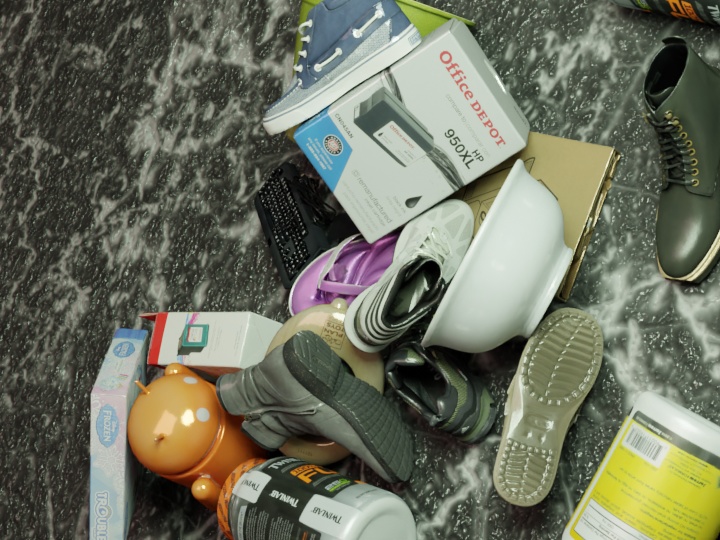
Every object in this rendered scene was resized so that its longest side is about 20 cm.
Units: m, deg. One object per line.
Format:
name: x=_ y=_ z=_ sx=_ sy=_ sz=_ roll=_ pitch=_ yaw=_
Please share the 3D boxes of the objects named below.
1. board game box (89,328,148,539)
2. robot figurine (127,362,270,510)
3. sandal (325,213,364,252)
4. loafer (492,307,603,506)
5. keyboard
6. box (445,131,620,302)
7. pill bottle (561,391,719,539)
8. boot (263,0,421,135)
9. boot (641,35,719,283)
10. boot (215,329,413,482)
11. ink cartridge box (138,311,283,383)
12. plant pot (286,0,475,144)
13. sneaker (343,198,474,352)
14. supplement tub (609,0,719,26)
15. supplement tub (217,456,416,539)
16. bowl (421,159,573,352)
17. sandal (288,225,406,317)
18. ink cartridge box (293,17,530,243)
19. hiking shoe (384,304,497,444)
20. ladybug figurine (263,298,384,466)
board game box: x=-0.284 y=0.196 z=1.412 sx=0.199 sy=0.043 sz=0.200 roll=-102 pitch=16 yaw=-72
robot figurine: x=-0.179 y=0.185 z=1.337 sx=0.117 sy=0.200 sz=0.144 roll=8 pitch=71 yaw=33
sandal: x=-0.021 y=0.026 z=1.372 sx=0.076 sy=0.043 sz=0.200 roll=-9 pitch=68 yaw=39
loafer: x=0.171 y=0.129 z=1.144 sx=0.076 sy=0.068 sz=0.200 roll=24 pitch=74 yaw=3
keyboard: x=-0.088 y=-0.072 z=1.443 sx=0.104 sy=0.040 sz=0.200 roll=-47 pitch=37 yaw=17
box: x=0.161 y=-0.067 z=1.264 sx=0.200 sy=0.021 sz=0.164 roll=19 pitch=87 yaw=42
pill bottle: x=0.243 y=0.215 z=1.023 sx=0.112 sy=0.112 sz=0.200 roll=32 pitch=96 yaw=43
boot: x=-0.039 y=-0.224 z=1.238 sx=0.200 sy=0.090 sz=0.073 roll=-30 pitch=14 yaw=25
boot: x=0.284 y=-0.100 z=1.089 sx=0.077 sy=0.138 sz=0.200 roll=4 pitch=78 yaw=41
boot: x=-0.046 y=0.158 z=1.251 sx=0.132 sy=0.200 sz=0.070 roll=-33 pitch=12 yaw=32
ink cartridge box: x=-0.167 y=0.094 z=1.423 sx=0.200 sy=0.116 sz=0.067 roll=-2 pitch=72 yaw=41
plant pot: x=0.003 y=-0.222 z=1.360 sx=0.200 sy=0.200 sz=0.193 roll=32 pitch=107 yaw=43
sneaker: x=0.073 y=-0.004 z=1.196 sx=0.201 sy=0.076 sz=0.115 roll=-52 pitch=12 yaw=-26
supplement tub: x=0.331 y=-0.297 z=1.134 sx=0.200 sy=0.122 sz=0.123 roll=26 pitch=91 yaw=44
supplement tub: x=-0.051 y=0.267 z=1.252 sx=0.200 sy=0.122 sz=0.123 roll=12 pitch=82 yaw=42
bowl: x=0.142 y=0.003 z=1.146 sx=0.090 sy=0.201 sz=0.201 roll=28 pitch=94 yaw=5
sandal: x=-0.002 y=-0.006 z=1.320 sx=0.203 sy=0.050 sz=0.083 roll=-26 pitch=61 yaw=21
ink cartridge box: x=0.055 y=-0.145 z=1.247 sx=0.200 sy=0.145 sz=0.084 roll=-32 pitch=13 yaw=19
hiking shoe: x=0.063 y=0.087 z=1.236 sx=0.076 sy=0.101 sz=0.200 roll=-48 pitch=49 yaw=16
ladybug figurine: x=-0.038 y=0.116 z=1.299 sx=0.136 sy=0.072 sz=0.200 roll=19 pitch=115 yaw=6
